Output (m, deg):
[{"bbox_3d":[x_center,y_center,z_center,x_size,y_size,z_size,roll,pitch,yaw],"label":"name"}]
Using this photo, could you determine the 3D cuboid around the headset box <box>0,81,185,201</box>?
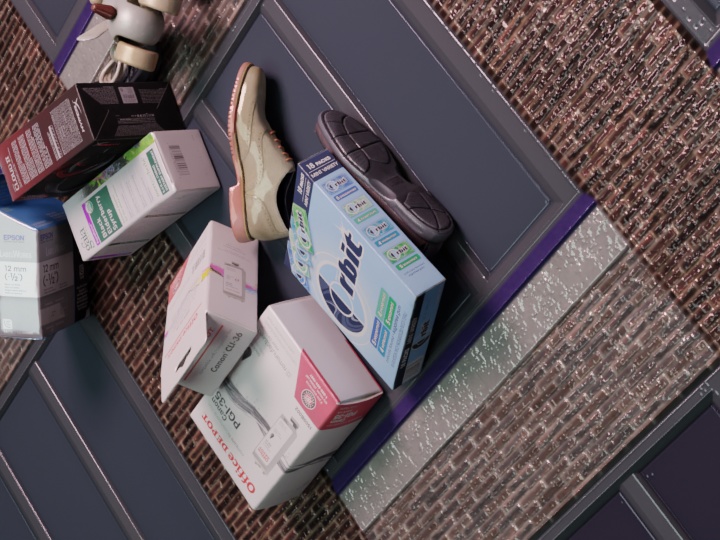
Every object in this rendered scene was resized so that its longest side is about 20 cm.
[{"bbox_3d":[-0.332,-0.152,1.808,0.199,0.148,0.076,-28,78,39],"label":"headset box"}]

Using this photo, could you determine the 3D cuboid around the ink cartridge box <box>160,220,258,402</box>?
[{"bbox_3d":[-0.169,0.056,1.685,0.117,0.067,0.201,-53,24,34],"label":"ink cartridge box"}]

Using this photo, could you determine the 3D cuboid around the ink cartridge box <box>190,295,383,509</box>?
[{"bbox_3d":[-0.086,0.152,1.689,0.147,0.082,0.201,52,126,21],"label":"ink cartridge box"}]

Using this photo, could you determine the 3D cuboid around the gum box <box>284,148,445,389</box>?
[{"bbox_3d":[0.000,0.000,1.572,0.200,0.044,0.171,48,151,25],"label":"gum box"}]

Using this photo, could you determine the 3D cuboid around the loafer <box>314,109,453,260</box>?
[{"bbox_3d":[0.013,-0.085,1.576,0.200,0.071,0.063,47,128,22],"label":"loafer"}]

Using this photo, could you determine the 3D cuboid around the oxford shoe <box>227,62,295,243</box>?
[{"bbox_3d":[-0.107,-0.133,1.685,0.073,0.071,0.203,0,97,15],"label":"oxford shoe"}]

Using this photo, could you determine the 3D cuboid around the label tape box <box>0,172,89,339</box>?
[{"bbox_3d":[-0.399,-0.027,1.883,0.065,0.143,0.203,4,101,14],"label":"label tape box"}]

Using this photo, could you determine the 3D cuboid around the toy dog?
[{"bbox_3d":[-0.286,-0.296,1.734,0.199,0.095,0.134,-3,71,58],"label":"toy dog"}]

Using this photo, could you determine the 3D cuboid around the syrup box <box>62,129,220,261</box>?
[{"bbox_3d":[-0.267,-0.089,1.807,0.199,0.081,0.080,-31,77,38],"label":"syrup box"}]

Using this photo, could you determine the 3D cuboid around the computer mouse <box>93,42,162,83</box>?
[{"bbox_3d":[-0.296,-0.228,1.845,0.199,0.034,0.059,-30,56,47],"label":"computer mouse"}]
